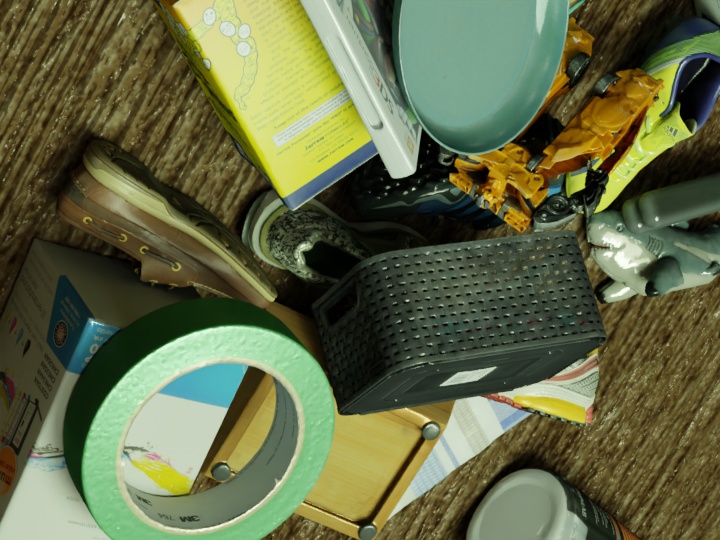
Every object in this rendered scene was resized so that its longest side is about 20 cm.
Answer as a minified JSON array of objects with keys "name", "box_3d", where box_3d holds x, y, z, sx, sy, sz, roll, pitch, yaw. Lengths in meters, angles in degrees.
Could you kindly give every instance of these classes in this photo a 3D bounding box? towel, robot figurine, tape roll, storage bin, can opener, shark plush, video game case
[{"name":"towel","box_3d":[0.056,0.132,1.803,0.199,0.024,0.147,-35,127,-7]},{"name":"robot figurine","box_3d":[0.149,-0.109,1.625,0.200,0.145,0.058,-46,165,-30]},{"name":"tape roll","box_3d":[-0.118,0.120,1.508,0.199,0.048,0.202,-13,121,-22]},{"name":"storage bin","box_3d":[0.077,0.042,1.615,0.199,0.094,0.135,-8,163,-28]},{"name":"can opener","box_3d":[0.314,-0.081,1.799,0.199,0.053,0.067,-21,87,-28]},{"name":"shark plush","box_3d":[0.293,-0.028,1.815,0.198,0.091,0.084,-11,90,-15]},{"name":"video game case","box_3d":[0.008,-0.199,1.502,0.023,0.201,0.182,-13,129,20]}]

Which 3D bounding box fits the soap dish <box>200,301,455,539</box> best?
[{"name":"soap dish","box_3d":[-0.034,0.131,1.694,0.199,0.081,0.158,25,108,-22]}]

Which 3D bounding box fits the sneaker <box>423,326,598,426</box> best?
[{"name":"sneaker","box_3d":[0.125,0.073,1.760,0.199,0.078,0.083,19,86,-37]}]

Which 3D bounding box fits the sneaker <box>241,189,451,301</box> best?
[{"name":"sneaker","box_3d":[0.000,0.000,1.660,0.199,0.089,0.077,16,108,-33]}]

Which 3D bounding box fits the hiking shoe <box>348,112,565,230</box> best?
[{"name":"hiking shoe","box_3d":[0.086,-0.063,1.681,0.199,0.075,0.087,-14,127,-16]}]

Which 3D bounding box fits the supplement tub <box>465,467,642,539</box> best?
[{"name":"supplement tub","box_3d":[0.199,0.278,1.895,0.123,0.123,0.200,-48,126,4]}]

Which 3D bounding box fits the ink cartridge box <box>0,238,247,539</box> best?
[{"name":"ink cartridge box","box_3d":[-0.208,0.108,1.576,0.144,0.147,0.201,16,108,-33]}]

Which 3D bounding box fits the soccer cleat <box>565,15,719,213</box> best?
[{"name":"soccer cleat","box_3d":[0.242,-0.122,1.715,0.064,0.084,0.201,19,117,-36]}]

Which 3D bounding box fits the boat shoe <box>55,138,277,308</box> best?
[{"name":"boat shoe","box_3d":[-0.151,-0.023,1.586,0.200,0.072,0.068,36,102,-30]}]

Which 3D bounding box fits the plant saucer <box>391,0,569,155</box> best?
[{"name":"plant saucer","box_3d":[0.086,-0.187,1.521,0.199,0.027,0.202,-16,113,-44]}]

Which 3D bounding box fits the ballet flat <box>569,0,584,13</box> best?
[{"name":"ballet flat","box_3d":[0.170,-0.242,1.645,0.199,0.069,0.063,-33,98,-11]}]

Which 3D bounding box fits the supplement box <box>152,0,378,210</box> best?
[{"name":"supplement box","box_3d":[-0.069,-0.166,1.521,0.109,0.109,0.201,-34,126,-7]}]

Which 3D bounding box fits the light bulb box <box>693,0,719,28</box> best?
[{"name":"light bulb box","box_3d":[0.388,-0.250,1.702,0.197,0.125,0.201,-27,126,-12]}]
